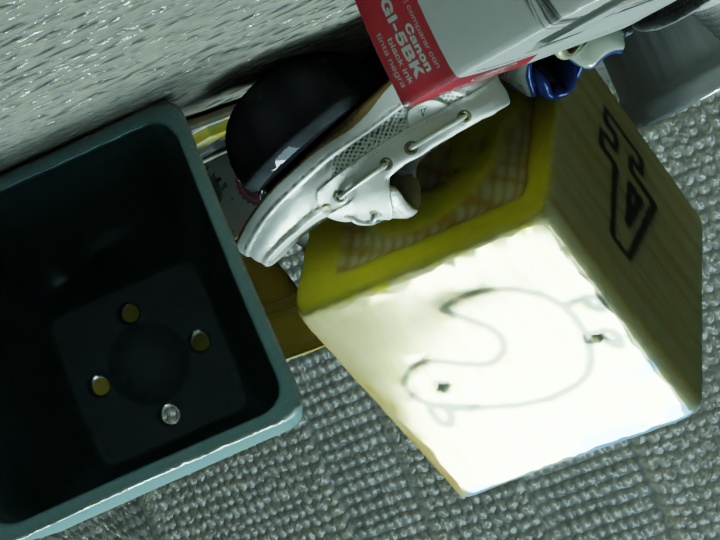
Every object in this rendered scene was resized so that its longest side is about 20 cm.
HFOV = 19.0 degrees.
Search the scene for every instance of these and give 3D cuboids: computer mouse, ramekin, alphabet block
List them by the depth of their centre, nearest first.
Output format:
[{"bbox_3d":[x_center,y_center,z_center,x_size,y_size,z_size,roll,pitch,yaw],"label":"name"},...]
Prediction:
[{"bbox_3d":[-0.041,-0.096,1.329,0.138,0.053,0.200,-41,179,11],"label":"computer mouse"},{"bbox_3d":[0.097,-0.006,1.413,0.195,0.200,0.197,-24,-144,26],"label":"alphabet block"},{"bbox_3d":[0.250,-0.191,1.503,0.202,0.094,0.202,-31,-174,4],"label":"ramekin"}]

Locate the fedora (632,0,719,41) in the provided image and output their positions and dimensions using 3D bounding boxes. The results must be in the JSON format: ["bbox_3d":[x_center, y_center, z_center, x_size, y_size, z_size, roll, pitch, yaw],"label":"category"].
[{"bbox_3d":[0.244,-0.174,1.160,0.200,0.092,0.201,-41,-166,12],"label":"fedora"}]

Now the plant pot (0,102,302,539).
[{"bbox_3d":[-0.147,0.044,1.299,0.196,0.197,0.200,-24,169,1],"label":"plant pot"}]

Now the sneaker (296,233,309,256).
[{"bbox_3d":[0.000,0.000,1.557,0.078,0.116,0.200,-27,-176,13],"label":"sneaker"}]

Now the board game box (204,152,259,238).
[{"bbox_3d":[-0.108,-0.052,1.638,0.199,0.064,0.147,-29,-176,-21],"label":"board game box"}]

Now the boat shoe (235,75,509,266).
[{"bbox_3d":[0.007,-0.057,1.290,0.200,0.069,0.071,-42,179,27],"label":"boat shoe"}]

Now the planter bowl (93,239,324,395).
[{"bbox_3d":[-0.112,0.028,1.493,0.199,0.084,0.200,-15,-177,1],"label":"planter bowl"}]

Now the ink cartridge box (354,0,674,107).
[{"bbox_3d":[0.106,-0.151,0.906,0.146,0.083,0.200,-23,179,-32],"label":"ink cartridge box"}]

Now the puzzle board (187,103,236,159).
[{"bbox_3d":[-0.140,-0.073,1.465,0.150,0.017,0.200,-24,180,-40],"label":"puzzle board"}]

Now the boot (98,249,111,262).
[{"bbox_3d":[-0.237,-0.005,1.407,0.199,0.071,0.146,-10,162,-33],"label":"boot"}]

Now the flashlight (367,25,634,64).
[{"bbox_3d":[0.084,-0.147,1.458,0.199,0.068,0.068,-25,-172,27],"label":"flashlight"}]

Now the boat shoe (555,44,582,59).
[{"bbox_3d":[0.093,-0.147,1.156,0.200,0.076,0.072,-24,180,41],"label":"boat shoe"}]

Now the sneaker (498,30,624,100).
[{"bbox_3d":[0.090,-0.139,1.327,0.075,0.088,0.200,-26,-178,-23],"label":"sneaker"}]
